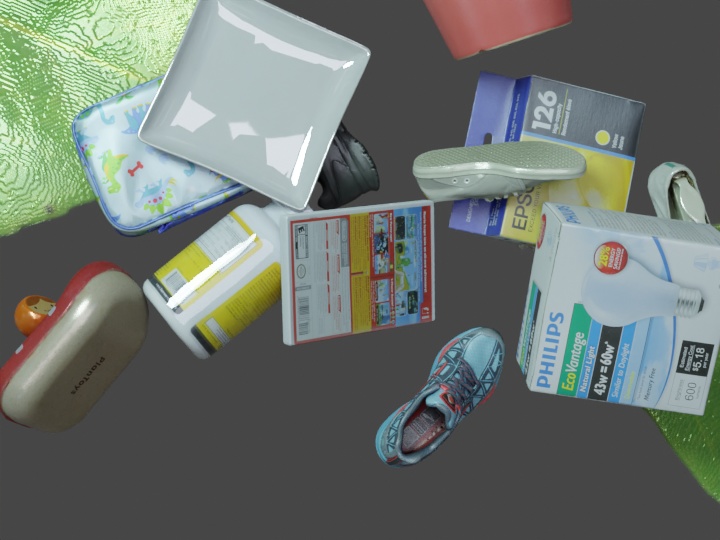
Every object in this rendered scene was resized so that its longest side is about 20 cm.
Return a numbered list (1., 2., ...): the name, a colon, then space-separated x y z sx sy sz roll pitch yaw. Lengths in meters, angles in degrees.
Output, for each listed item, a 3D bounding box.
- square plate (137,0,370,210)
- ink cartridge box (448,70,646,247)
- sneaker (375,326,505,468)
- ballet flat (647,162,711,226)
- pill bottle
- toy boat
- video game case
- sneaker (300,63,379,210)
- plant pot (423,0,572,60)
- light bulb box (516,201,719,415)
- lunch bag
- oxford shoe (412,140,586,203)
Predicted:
1. square plate: -0.115 -0.192 1.333 0.198 0.028 0.200 24 82 -6
2. ink cartridge box: 0.223 -0.125 1.440 0.200 0.047 0.198 12 86 -8
3. sneaker: 0.103 0.150 1.385 0.079 0.096 0.200 39 84 -4
4. ballet flat: 0.396 -0.034 1.444 0.069 0.069 0.200 -20 90 -7
5. pill bottle: -0.134 -0.002 1.358 0.200 0.112 0.112 -39 92 -7
6. toy boat: -0.331 0.071 1.340 0.131 0.131 0.200 38 86 28
7. video game case: 0.000 0.000 1.362 0.200 0.017 0.143 -8 102 -33
8. sneaker: -0.060 -0.160 1.397 0.091 0.076 0.200 -32 89 0
9. plant pot: 0.148 -0.344 1.380 0.200 0.200 0.178 -20 100 -7
10. light bulb box: 0.294 0.040 1.368 0.200 0.125 0.199 8 104 -2
11. lunch bag: -0.212 -0.133 1.370 0.200 0.082 0.161 -24 88 -7
12. oxford shoe: 0.160 -0.109 1.396 0.200 0.075 0.058 -3 119 16
